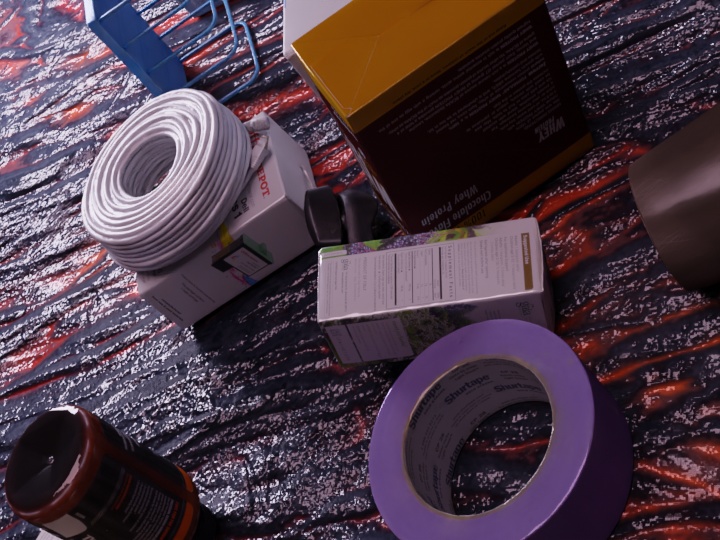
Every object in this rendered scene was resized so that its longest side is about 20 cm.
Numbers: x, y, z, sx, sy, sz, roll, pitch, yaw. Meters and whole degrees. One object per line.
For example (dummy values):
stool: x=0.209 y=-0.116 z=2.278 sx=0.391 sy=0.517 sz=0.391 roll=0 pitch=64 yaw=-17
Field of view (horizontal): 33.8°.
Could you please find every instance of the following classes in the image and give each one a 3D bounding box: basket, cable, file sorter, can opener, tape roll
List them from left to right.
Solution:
cable: x=-0.206 y=-0.097 z=1.249 sx=0.198 sy=0.069 sz=0.202 roll=8 pitch=66 yaw=41
file sorter: x=-0.230 y=-0.304 z=1.444 sx=0.122 sy=0.200 sz=0.140 roll=-31 pitch=46 yaw=12
can opener: x=0.000 y=0.000 z=1.156 sx=0.077 sy=0.064 sz=0.202 roll=-15 pitch=58 yaw=-5
tape roll: x=0.110 y=0.147 z=0.945 sx=0.198 sy=0.085 sz=0.202 roll=-20 pitch=50 yaw=25
basket: x=0.319 y=-0.078 z=0.910 sx=0.198 sy=0.136 sz=0.183 roll=-27 pitch=53 yaw=25

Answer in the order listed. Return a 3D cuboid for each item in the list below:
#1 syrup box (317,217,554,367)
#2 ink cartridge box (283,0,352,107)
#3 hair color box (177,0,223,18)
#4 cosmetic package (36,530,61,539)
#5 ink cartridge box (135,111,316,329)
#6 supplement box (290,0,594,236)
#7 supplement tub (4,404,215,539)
syrup box: x=0.066 y=0.021 z=1.034 sx=0.197 sy=0.079 sz=0.082 roll=-9 pitch=54 yaw=12
ink cartridge box: x=0.008 y=-0.218 z=1.197 sx=0.083 sy=0.200 sz=0.147 roll=-21 pitch=49 yaw=21
hair color box: x=-0.157 y=-0.426 z=1.572 sx=0.198 sy=0.061 sz=0.100 roll=-21 pitch=50 yaw=26
cosmetic package: x=-0.242 y=0.327 z=1.093 sx=0.199 sy=0.085 sz=0.108 roll=23 pitch=76 yaw=44
ink cartridge box: x=-0.147 y=-0.055 z=1.287 sx=0.199 sy=0.084 sz=0.146 roll=-32 pitch=46 yaw=15
supplement box: x=0.078 y=-0.158 z=1.079 sx=0.196 sy=0.201 sz=0.133 roll=-34 pitch=45 yaw=-1
supplement tub: x=-0.217 y=0.209 z=1.072 sx=0.106 sy=0.200 sz=0.108 roll=-21 pitch=48 yaw=25
